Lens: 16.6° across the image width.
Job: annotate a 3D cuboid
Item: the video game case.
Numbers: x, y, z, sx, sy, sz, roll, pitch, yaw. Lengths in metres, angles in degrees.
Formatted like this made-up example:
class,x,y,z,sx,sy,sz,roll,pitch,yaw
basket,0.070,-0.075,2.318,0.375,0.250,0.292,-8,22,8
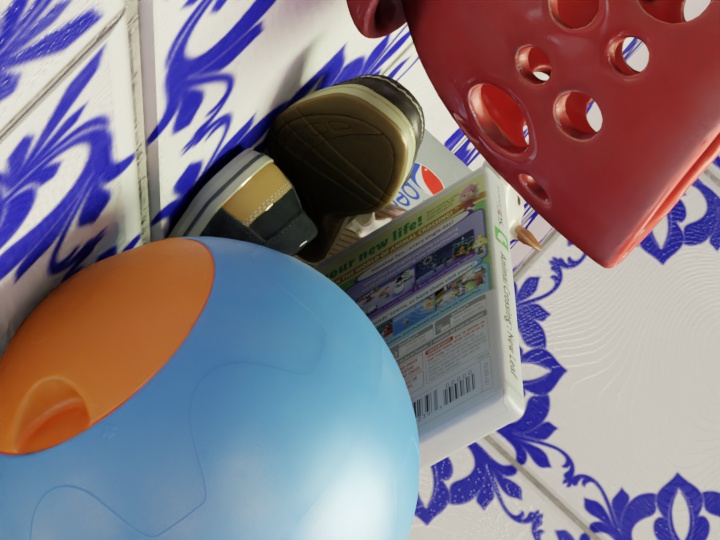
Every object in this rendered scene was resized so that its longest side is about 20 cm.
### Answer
class,x,y,z,sx,sy,sz,roll,pitch,yaw
video game case,-0.007,0.053,1.257,0.199,0.022,0.183,-31,-147,22

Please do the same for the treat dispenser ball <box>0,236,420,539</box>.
class,x,y,z,sx,sy,sz,roll,pitch,yaw
treat dispenser ball,-0.072,0.086,1.104,0.201,0.201,0.201,-47,174,-7

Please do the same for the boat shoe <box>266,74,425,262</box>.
class,x,y,z,sx,sy,sz,roll,pitch,yaw
boat shoe,-0.007,-0.065,1.268,0.065,0.073,0.200,-50,-176,-22

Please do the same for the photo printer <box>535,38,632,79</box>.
class,x,y,z,sx,sy,sz,roll,pitch,yaw
photo printer,0.168,-0.199,1.595,0.200,0.069,0.166,-52,172,35

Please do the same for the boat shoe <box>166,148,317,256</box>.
class,x,y,z,sx,sy,sz,roll,pitch,yaw
boat shoe,-0.078,0.015,1.276,0.075,0.062,0.200,-44,174,-41

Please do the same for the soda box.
class,x,y,z,sx,sy,sz,roll,pitch,yaw
soda box,0.010,-0.027,1.583,0.064,0.068,0.200,-51,174,28

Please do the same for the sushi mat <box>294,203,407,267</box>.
class,x,y,z,sx,sy,sz,roll,pitch,yaw
sushi mat,0.000,0.000,1.458,0.199,0.012,0.096,21,114,-47

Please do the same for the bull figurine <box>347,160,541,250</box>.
class,x,y,z,sx,sy,sz,roll,pitch,yaw
bull figurine,0.013,0.007,1.401,0.200,0.065,0.121,-42,154,9

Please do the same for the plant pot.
class,x,y,z,sx,sy,sz,roll,pitch,yaw
plant pot,0.109,-0.133,1.089,0.200,0.182,0.200,-46,173,-7
